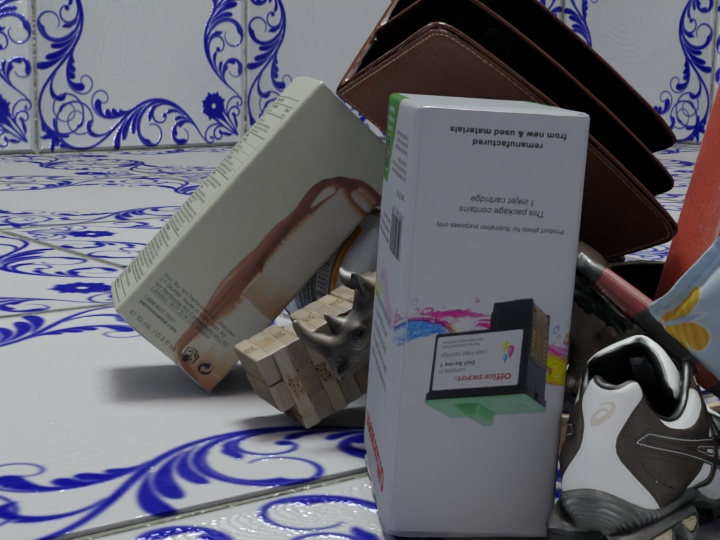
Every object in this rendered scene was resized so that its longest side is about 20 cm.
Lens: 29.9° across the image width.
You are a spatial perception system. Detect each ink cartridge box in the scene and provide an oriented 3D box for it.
[{"bbox_3d":[0.052,0.016,0.677,0.083,0.202,0.145,3,9,-4],"label":"ink cartridge box"}]

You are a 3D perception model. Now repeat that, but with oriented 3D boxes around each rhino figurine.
[{"bbox_3d":[0.058,0.027,0.784,0.198,0.088,0.060,-2,10,-10],"label":"rhino figurine"}]

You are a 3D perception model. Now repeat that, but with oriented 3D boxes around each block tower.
[{"bbox_3d":[0.024,0.025,0.836,0.199,0.054,0.058,-29,17,-15],"label":"block tower"}]

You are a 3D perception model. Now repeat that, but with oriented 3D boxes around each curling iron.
[{"bbox_3d":[0.186,0.052,0.700,0.199,0.026,0.050,35,-1,12],"label":"curling iron"}]

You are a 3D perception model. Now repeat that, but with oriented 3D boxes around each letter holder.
[{"bbox_3d":[0.111,-0.105,0.844,0.200,0.101,0.142,38,-23,-16],"label":"letter holder"}]

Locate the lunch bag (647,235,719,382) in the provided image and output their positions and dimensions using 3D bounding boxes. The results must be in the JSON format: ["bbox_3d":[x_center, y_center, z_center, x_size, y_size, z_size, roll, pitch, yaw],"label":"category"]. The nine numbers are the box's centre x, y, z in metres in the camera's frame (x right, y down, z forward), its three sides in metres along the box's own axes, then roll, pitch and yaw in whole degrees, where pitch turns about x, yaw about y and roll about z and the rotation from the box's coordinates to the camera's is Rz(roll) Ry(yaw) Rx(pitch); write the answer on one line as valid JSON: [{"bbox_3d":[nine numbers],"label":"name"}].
[{"bbox_3d":[0.266,0.027,0.664,0.170,0.127,0.199,50,31,21],"label":"lunch bag"}]

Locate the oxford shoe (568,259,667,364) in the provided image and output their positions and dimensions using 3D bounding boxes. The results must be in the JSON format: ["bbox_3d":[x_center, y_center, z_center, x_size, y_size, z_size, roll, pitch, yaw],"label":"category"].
[{"bbox_3d":[0.120,0.028,0.863,0.199,0.071,0.075,-16,-24,1],"label":"oxford shoe"}]

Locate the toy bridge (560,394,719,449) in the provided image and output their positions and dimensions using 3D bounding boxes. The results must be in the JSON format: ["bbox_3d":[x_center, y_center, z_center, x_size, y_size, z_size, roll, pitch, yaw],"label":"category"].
[{"bbox_3d":[0.138,0.086,0.781,0.198,0.027,0.067,-1,10,-2],"label":"toy bridge"}]

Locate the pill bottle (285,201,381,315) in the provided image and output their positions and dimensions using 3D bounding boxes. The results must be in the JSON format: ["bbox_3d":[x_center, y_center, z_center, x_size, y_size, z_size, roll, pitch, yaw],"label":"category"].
[{"bbox_3d":[0.000,0.000,1.012,0.116,0.117,0.200,-3,11,-23],"label":"pill bottle"}]

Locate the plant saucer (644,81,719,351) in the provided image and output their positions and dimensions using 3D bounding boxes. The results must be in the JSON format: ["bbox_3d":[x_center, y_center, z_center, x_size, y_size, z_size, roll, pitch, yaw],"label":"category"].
[{"bbox_3d":[0.291,-0.022,0.790,0.198,0.201,0.037,17,4,6],"label":"plant saucer"}]

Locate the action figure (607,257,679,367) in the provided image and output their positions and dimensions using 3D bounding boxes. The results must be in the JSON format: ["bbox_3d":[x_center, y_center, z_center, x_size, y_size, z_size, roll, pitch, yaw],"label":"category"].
[{"bbox_3d":[0.161,0.019,0.967,0.200,0.102,0.119,48,-1,21],"label":"action figure"}]

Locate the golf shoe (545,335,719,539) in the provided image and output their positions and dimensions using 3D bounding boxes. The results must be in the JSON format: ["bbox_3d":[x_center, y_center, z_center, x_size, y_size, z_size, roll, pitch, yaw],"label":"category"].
[{"bbox_3d":[0.148,0.075,0.653,0.077,0.095,0.200,4,8,23],"label":"golf shoe"}]

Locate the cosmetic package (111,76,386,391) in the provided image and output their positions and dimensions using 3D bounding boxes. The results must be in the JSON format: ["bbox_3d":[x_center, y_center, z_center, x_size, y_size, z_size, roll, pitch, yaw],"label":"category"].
[{"bbox_3d":[-0.071,-0.028,0.913,0.087,0.200,0.103,42,0,-15],"label":"cosmetic package"}]
